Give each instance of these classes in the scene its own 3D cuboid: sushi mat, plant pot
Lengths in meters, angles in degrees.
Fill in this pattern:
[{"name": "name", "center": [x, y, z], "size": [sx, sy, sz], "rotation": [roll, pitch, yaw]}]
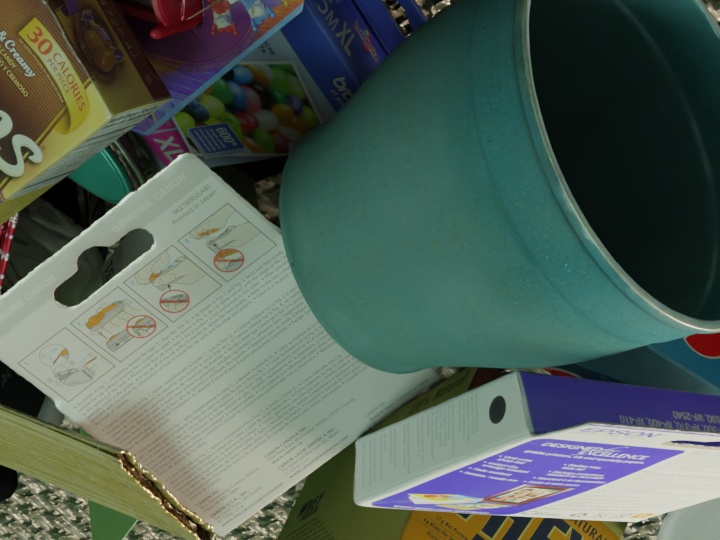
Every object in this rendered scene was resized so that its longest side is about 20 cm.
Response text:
[{"name": "sushi mat", "center": [-0.170, 0.097, 1.389], "size": [0.199, 0.012, 0.096], "rotation": [16, 157, 40]}, {"name": "plant pot", "center": [0.071, -0.038, 1.250], "size": [0.188, 0.200, 0.200], "rotation": [-24, 120, 36]}]

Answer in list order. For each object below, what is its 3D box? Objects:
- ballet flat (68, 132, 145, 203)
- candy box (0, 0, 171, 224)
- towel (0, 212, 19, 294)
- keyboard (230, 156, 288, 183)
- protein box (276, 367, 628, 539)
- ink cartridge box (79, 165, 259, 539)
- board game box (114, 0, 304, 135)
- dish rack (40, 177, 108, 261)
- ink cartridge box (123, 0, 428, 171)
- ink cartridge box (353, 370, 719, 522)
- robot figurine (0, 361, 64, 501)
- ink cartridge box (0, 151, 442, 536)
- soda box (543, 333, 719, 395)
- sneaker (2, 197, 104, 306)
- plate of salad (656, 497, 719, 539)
[{"name": "ballet flat", "center": [-0.187, -0.119, 1.437], "size": [0.200, 0.064, 0.067], "rotation": [37, 148, 1]}, {"name": "candy box", "center": [-0.203, -0.086, 1.330], "size": [0.200, 0.056, 0.117], "rotation": [-33, 85, 34]}, {"name": "towel", "center": [-0.252, -0.046, 1.418], "size": [0.144, 0.022, 0.201], "rotation": [22, 109, 19]}, {"name": "keyboard", "center": [-0.092, -0.129, 1.412], "size": [0.127, 0.021, 0.200], "rotation": [-17, 125, 44]}, {"name": "protein box", "center": [0.036, 0.197, 1.562], "size": [0.135, 0.200, 0.198], "rotation": [38, 141, -14]}, {"name": "ink cartridge box", "center": [-0.121, 0.051, 1.449], "size": [0.048, 0.146, 0.200], "rotation": [25, 121, -28]}, {"name": "board game box", "center": [-0.121, -0.161, 1.308], "size": [0.200, 0.039, 0.158], "rotation": [-34, 86, 39]}, {"name": "dish rack", "center": [-0.244, -0.064, 1.550], "size": [0.199, 0.055, 0.154], "rotation": [18, 141, 13]}, {"name": "ink cartridge box", "center": [-0.055, -0.114, 1.359], "size": [0.199, 0.042, 0.120], "rotation": [-8, 130, 35]}, {"name": "ink cartridge box", "center": [0.130, 0.088, 1.316], "size": [0.197, 0.044, 0.200], "rotation": [7, 162, -34]}, {"name": "robot figurine", "center": [-0.268, 0.060, 1.614], "size": [0.124, 0.151, 0.200], "rotation": [7, 167, 29]}, {"name": "ink cartridge box", "center": [-0.079, 0.031, 1.320], "size": [0.161, 0.050, 0.200], "rotation": [-36, 121, 19]}, {"name": "soda box", "center": [0.145, 0.031, 1.417], "size": [0.200, 0.064, 0.068], "rotation": [33, 142, -6]}, {"name": "sneaker", "center": [-0.245, -0.025, 1.470], "size": [0.200, 0.100, 0.078], "rotation": [35, 143, -8]}, {"name": "plate of salad", "center": [0.273, 0.169, 1.514], "size": [0.199, 0.048, 0.201], "rotation": [9, 137, 8]}]
